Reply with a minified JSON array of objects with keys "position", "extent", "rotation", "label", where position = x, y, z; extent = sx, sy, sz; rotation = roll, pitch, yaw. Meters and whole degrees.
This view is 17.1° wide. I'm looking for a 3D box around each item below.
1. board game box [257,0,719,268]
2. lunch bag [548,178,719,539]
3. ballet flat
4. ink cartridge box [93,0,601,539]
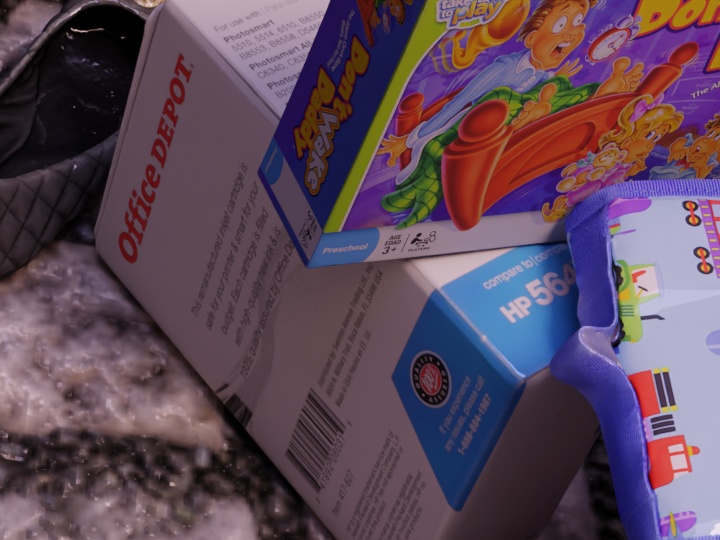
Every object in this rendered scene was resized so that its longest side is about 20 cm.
[{"position":[0.079,-0.070,0.786],"extent":[0.198,0.135,0.045],"rotation":[-7,51,-30],"label":"board game box"},{"position":[0.156,0.045,0.775],"extent":[0.198,0.094,0.151],"rotation":[12,48,-20],"label":"lunch bag"},{"position":[-0.117,-0.066,0.964],"extent":[0.066,0.057,0.201],"rotation":[27,48,5],"label":"ballet flat"},{"position":[0.000,0.000,0.887],"extent":[0.084,0.146,0.200],"rotation":[-25,63,-35],"label":"ink cartridge box"}]
